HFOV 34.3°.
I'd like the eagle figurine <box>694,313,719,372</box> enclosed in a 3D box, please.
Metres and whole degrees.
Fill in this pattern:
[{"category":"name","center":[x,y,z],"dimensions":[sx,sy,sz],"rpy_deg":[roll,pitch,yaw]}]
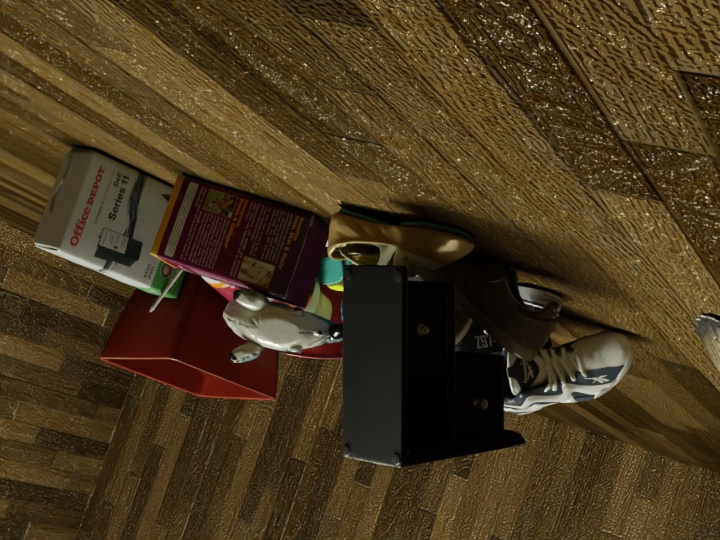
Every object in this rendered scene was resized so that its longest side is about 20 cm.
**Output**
[{"category":"eagle figurine","center":[0.426,0.137,1.201],"dimensions":[0.197,0.153,0.152],"rpy_deg":[10,-175,-13]}]

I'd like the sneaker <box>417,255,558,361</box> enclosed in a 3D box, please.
[{"category":"sneaker","center":[0.138,0.015,1.316],"dimensions":[0.200,0.076,0.070],"rpy_deg":[40,-168,22]}]

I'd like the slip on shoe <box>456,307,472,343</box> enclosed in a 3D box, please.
[{"category":"slip on shoe","center":[0.070,0.062,1.347],"dimensions":[0.075,0.200,0.061],"rpy_deg":[24,141,31]}]

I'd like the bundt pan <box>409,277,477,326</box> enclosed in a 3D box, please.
[{"category":"bundt pan","center":[0.125,0.068,1.653],"dimensions":[0.199,0.077,0.202],"rpy_deg":[20,173,2]}]

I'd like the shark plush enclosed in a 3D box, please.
[{"category":"shark plush","center":[-0.080,0.057,1.454],"dimensions":[0.197,0.092,0.083],"rpy_deg":[-5,-171,13]}]

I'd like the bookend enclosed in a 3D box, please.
[{"category":"bookend","center":[0.081,0.095,1.251],"dimensions":[0.198,0.202,0.091],"rpy_deg":[0,-179,-43]}]

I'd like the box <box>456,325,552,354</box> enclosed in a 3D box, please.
[{"category":"box","center":[0.156,0.137,1.592],"dimensions":[0.158,0.044,0.201],"rpy_deg":[-7,152,-14]}]

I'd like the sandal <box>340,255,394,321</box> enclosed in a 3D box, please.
[{"category":"sandal","center":[0.014,0.020,1.394],"dimensions":[0.078,0.088,0.200],"rpy_deg":[14,-162,8]}]

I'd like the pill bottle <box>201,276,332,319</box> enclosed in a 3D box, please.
[{"category":"pill bottle","center":[-0.129,0.018,1.645],"dimensions":[0.112,0.114,0.200],"rpy_deg":[11,155,47]}]

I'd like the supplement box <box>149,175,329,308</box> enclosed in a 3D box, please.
[{"category":"supplement box","center":[-0.152,-0.036,1.492],"dimensions":[0.197,0.112,0.086],"rpy_deg":[17,173,17]}]

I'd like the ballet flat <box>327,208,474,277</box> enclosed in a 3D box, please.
[{"category":"ballet flat","center":[0.041,-0.022,1.274],"dimensions":[0.198,0.064,0.068],"rpy_deg":[12,171,45]}]

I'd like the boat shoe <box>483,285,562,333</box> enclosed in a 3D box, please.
[{"category":"boat shoe","center":[0.180,0.058,1.457],"dimensions":[0.071,0.069,0.199],"rpy_deg":[23,172,-24]}]

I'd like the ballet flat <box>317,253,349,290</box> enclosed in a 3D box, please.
[{"category":"ballet flat","center":[0.000,0.000,1.590],"dimensions":[0.066,0.068,0.200],"rpy_deg":[0,-177,-20]}]

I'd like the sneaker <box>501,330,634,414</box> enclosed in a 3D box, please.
[{"category":"sneaker","center":[0.239,0.126,1.474],"dimensions":[0.197,0.081,0.129],"rpy_deg":[-18,163,30]}]

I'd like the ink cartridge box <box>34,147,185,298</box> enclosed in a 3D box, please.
[{"category":"ink cartridge box","center":[-0.330,-0.064,1.618],"dimensions":[0.199,0.149,0.083],"rpy_deg":[24,171,-38]}]

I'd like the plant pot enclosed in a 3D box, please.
[{"category":"plant pot","center":[-0.234,0.077,1.733],"dimensions":[0.199,0.179,0.198],"rpy_deg":[28,159,-39]}]

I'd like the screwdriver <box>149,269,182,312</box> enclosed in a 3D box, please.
[{"category":"screwdriver","center":[-0.233,-0.017,1.602],"dimensions":[0.028,0.201,0.029],"rpy_deg":[39,-156,0]}]

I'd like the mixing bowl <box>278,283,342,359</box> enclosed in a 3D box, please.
[{"category":"mixing bowl","center":[-0.076,0.053,1.819],"dimensions":[0.197,0.110,0.200],"rpy_deg":[7,-165,-2]}]
